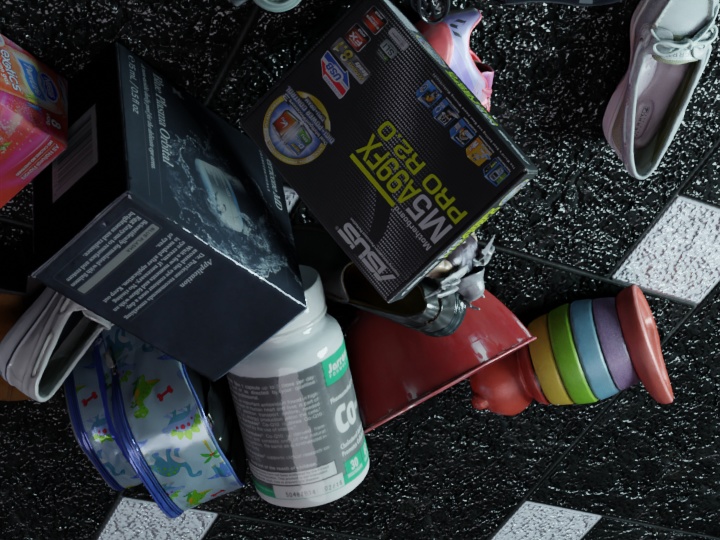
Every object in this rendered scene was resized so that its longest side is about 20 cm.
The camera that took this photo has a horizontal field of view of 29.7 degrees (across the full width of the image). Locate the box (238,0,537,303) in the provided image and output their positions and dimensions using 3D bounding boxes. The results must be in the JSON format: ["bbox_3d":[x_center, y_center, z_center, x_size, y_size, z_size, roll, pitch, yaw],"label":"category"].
[{"bbox_3d":[0.021,-0.101,1.110,0.160,0.200,0.044,-42,171,16],"label":"box"}]

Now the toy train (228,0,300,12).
[{"bbox_3d":[-0.038,-0.281,1.016,0.199,0.085,0.114,-28,121,18],"label":"toy train"}]

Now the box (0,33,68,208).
[{"bbox_3d":[-0.339,-0.096,1.113,0.200,0.096,0.100,-37,132,22],"label":"box"}]

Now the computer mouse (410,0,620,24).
[{"bbox_3d":[0.134,-0.274,1.083,0.198,0.046,0.141,-7,135,-1],"label":"computer mouse"}]

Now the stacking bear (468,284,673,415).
[{"bbox_3d":[0.209,0.095,1.424,0.199,0.122,0.114,-18,138,16],"label":"stacking bear"}]

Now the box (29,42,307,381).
[{"bbox_3d":[-0.161,-0.048,1.130,0.117,0.197,0.200,-37,131,22],"label":"box"}]

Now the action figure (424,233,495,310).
[{"bbox_3d":[0.045,-0.047,1.189,0.069,0.130,0.200,-37,91,26],"label":"action figure"}]

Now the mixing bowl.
[{"bbox_3d":[0.061,0.067,1.330,0.199,0.109,0.200,-27,173,-3],"label":"mixing bowl"}]

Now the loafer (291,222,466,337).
[{"bbox_3d":[0.000,0.000,1.239,0.072,0.199,0.073,17,91,-65],"label":"loafer"}]

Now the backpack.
[{"bbox_3d":[-0.192,0.128,1.283,0.146,0.201,0.184,-24,136,-1],"label":"backpack"}]

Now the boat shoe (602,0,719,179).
[{"bbox_3d":[0.268,-0.175,1.195,0.074,0.065,0.203,3,133,-16],"label":"boat shoe"}]

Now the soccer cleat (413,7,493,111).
[{"bbox_3d":[0.090,-0.141,1.193,0.076,0.067,0.201,-21,132,2],"label":"soccer cleat"}]

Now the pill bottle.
[{"bbox_3d":[-0.063,0.105,1.246,0.112,0.113,0.201,-12,112,0],"label":"pill bottle"}]

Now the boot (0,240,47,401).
[{"bbox_3d":[-0.369,0.049,1.286,0.187,0.069,0.201,-5,142,-26],"label":"boot"}]

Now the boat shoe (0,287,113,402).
[{"bbox_3d":[-0.243,0.029,1.223,0.201,0.065,0.074,-56,151,-2],"label":"boat shoe"}]
